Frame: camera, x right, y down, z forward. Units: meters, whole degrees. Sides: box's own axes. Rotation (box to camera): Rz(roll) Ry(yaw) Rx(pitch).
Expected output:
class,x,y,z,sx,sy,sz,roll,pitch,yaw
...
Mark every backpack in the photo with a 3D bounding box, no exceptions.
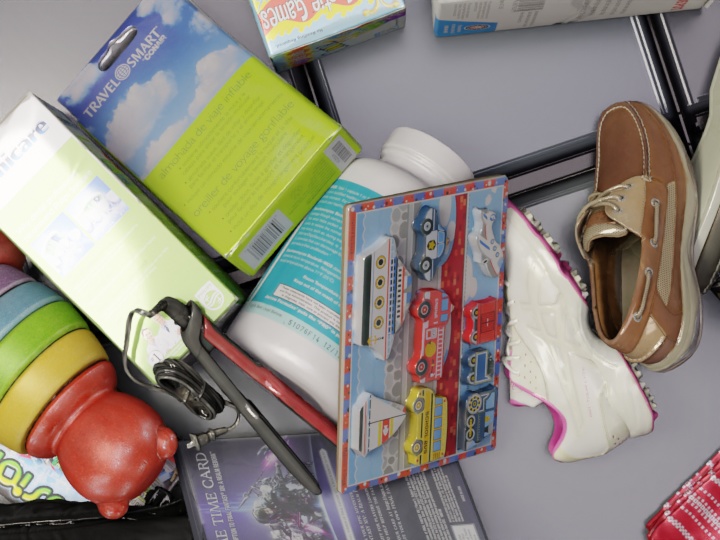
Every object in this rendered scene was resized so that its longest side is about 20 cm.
class,x,y,z,sx,sy,sz,roll,pitch,yaw
backpack,-0.210,0.228,1.560,0.198,0.167,0.128,2,110,4

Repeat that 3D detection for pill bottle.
class,x,y,z,sx,sy,sz,roll,pitch,yaw
pill bottle,0.000,0.000,1.606,0.110,0.111,0.201,33,75,1

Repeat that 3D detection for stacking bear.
class,x,y,z,sx,sy,sz,roll,pitch,yaw
stacking bear,-0.213,0.079,1.563,0.200,0.114,0.122,40,88,12

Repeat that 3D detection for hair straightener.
class,x,y,z,sx,sy,sz,roll,pitch,yaw
hair straightener,-0.090,0.090,1.531,0.077,0.041,0.200,-47,123,0

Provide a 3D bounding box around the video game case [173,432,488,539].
class,x,y,z,sx,sy,sz,roll,pitch,yaw
video game case,-0.019,0.165,1.584,0.198,0.143,0.019,-3,130,-15

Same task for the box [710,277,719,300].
class,x,y,z,sx,sy,sz,roll,pitch,yaw
box,0.335,-0.043,1.589,0.200,0.160,0.044,-43,87,-1

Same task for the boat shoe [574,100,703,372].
class,x,y,z,sx,sy,sz,roll,pitch,yaw
boat shoe,0.189,-0.030,1.605,0.071,0.076,0.202,13,59,-35

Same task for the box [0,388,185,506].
class,x,y,z,sx,sy,sz,roll,pitch,yaw
box,-0.226,0.114,1.654,0.199,0.035,0.110,37,89,2

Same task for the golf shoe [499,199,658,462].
class,x,y,z,sx,sy,sz,roll,pitch,yaw
golf shoe,0.129,0.044,1.634,0.091,0.075,0.201,-31,87,3

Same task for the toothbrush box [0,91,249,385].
class,x,y,z,sx,sy,sz,roll,pitch,yaw
toothbrush box,-0.176,-0.020,1.602,0.200,0.146,0.086,43,90,2

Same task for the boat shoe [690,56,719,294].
class,x,y,z,sx,sy,sz,roll,pitch,yaw
boat shoe,0.269,-0.074,1.634,0.060,0.072,0.203,15,97,-15

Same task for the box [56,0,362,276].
class,x,y,z,sx,sy,sz,roll,pitch,yaw
box,-0.109,-0.102,1.621,0.122,0.048,0.200,-49,59,-1

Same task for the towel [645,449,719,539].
class,x,y,z,sx,sy,sz,roll,pitch,yaw
towel,0.318,0.170,1.652,0.200,0.022,0.145,-44,89,-1

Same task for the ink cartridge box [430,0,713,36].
class,x,y,z,sx,sy,sz,roll,pitch,yaw
ink cartridge box,0.146,-0.222,1.603,0.198,0.146,0.087,-7,86,0

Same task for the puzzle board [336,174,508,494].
class,x,y,z,sx,sy,sz,roll,pitch,yaw
puzzle board,0.045,0.043,1.573,0.150,0.017,0.202,-13,111,-42

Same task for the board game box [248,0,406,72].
class,x,y,z,sx,sy,sz,roll,pitch,yaw
board game box,-0.048,-0.256,1.628,0.102,0.105,0.202,-19,89,0
